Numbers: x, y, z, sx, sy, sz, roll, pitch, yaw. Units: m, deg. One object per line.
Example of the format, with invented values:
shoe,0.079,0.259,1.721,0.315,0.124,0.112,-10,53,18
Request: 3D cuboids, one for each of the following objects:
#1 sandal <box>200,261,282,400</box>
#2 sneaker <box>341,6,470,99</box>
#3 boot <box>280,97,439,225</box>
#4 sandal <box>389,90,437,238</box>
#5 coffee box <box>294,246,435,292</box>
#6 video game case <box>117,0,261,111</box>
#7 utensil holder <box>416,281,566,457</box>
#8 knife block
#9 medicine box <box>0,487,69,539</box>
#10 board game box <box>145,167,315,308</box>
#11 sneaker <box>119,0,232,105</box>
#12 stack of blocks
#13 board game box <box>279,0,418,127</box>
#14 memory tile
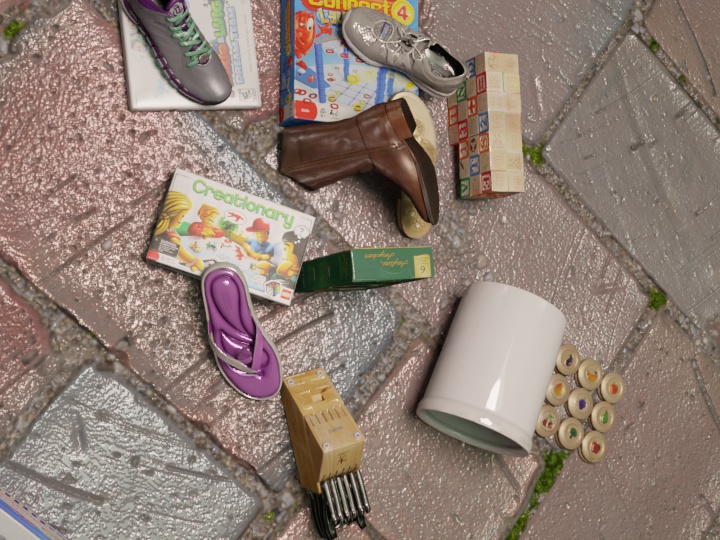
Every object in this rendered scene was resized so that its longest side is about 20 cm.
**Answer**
sandal,-0.162,0.089,1.276,0.082,0.050,0.204,-19,111,4
sneaker,0.068,-0.314,1.366,0.198,0.082,0.076,23,76,-21
boot,-0.003,-0.129,1.349,0.188,0.198,0.064,70,23,-15
sandal,0.086,-0.144,1.389,0.077,0.070,0.214,-12,111,-20
coffee box,0.000,0.000,1.302,0.122,0.200,0.045,-2,86,-25
video game case,-0.231,-0.316,1.321,0.180,0.024,0.203,-5,88,-25
utensil holder,0.192,0.140,1.400,0.169,0.170,0.202,30,71,-20
knife block,-0.053,0.260,1.340,0.063,0.177,0.201,-12,45,-26
medicine box,-0.408,0.307,1.083,0.182,0.200,0.103,43,72,-15
board game box,-0.171,-0.042,1.301,0.198,0.035,0.128,18,77,-12
sneaker,-0.234,-0.301,1.258,0.074,0.087,0.200,-45,103,-21
stack of blocks,0.183,-0.209,1.455,0.058,0.115,0.203,-1,86,-25
board game box,-0.014,-0.298,1.403,0.198,0.056,0.198,2,85,-25
memory tile,0.326,0.199,1.538,0.199,0.017,0.155,29,74,-20
